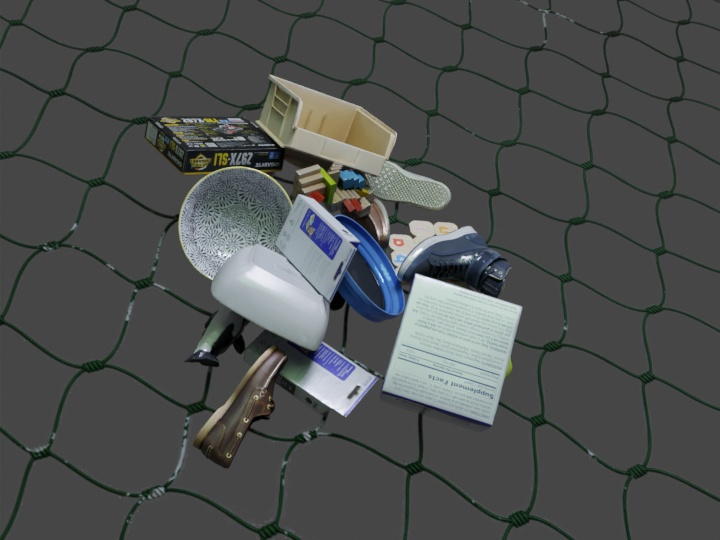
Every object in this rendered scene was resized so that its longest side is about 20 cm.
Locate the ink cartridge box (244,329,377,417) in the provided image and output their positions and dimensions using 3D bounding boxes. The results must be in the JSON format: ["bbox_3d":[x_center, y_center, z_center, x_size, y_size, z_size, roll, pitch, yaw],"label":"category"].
[{"bbox_3d":[-0.080,0.160,1.592,0.199,0.039,0.099,33,49,16],"label":"ink cartridge box"}]

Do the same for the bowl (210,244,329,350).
[{"bbox_3d":[-0.132,0.030,1.586,0.199,0.075,0.200,27,13,-7],"label":"bowl"}]

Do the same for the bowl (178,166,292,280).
[{"bbox_3d":[-0.214,-0.077,1.717,0.199,0.203,0.094,-1,4,-9],"label":"bowl"}]

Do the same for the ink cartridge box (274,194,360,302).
[{"bbox_3d":[-0.063,-0.035,1.595,0.039,0.100,0.200,15,20,-39],"label":"ink cartridge box"}]

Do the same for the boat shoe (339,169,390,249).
[{"bbox_3d":[-0.003,-0.108,1.842,0.071,0.076,0.201,-11,44,-19],"label":"boat shoe"}]

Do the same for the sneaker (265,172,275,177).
[{"bbox_3d":[-0.247,-0.222,1.889,0.198,0.075,0.100,20,27,5],"label":"sneaker"}]

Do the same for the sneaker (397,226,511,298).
[{"bbox_3d":[0.176,0.004,1.761,0.201,0.077,0.146,-23,56,-34],"label":"sneaker"}]

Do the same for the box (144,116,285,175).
[{"bbox_3d":[-0.255,-0.222,1.744,0.199,0.050,0.159,-7,30,-37],"label":"box"}]

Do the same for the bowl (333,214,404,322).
[{"bbox_3d":[0.000,0.000,1.691,0.201,0.039,0.201,44,24,-26],"label":"bowl"}]

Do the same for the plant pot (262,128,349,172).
[{"bbox_3d":[-0.100,-0.241,1.928,0.198,0.028,0.201,18,32,-12],"label":"plant pot"}]

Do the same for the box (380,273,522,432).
[{"bbox_3d":[0.142,0.134,1.588,0.182,0.105,0.202,17,75,1],"label":"box"}]

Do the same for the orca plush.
[{"bbox_3d":[-0.203,0.105,1.595,0.071,0.105,0.200,52,21,-17],"label":"orca plush"}]

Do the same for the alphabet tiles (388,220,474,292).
[{"bbox_3d":[0.149,-0.013,1.832,0.194,0.015,0.201,3,49,-15],"label":"alphabet tiles"}]

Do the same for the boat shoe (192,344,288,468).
[{"bbox_3d":[-0.166,0.207,1.501,0.070,0.071,0.201,32,70,13],"label":"boat shoe"}]

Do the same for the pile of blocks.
[{"bbox_3d":[-0.031,-0.136,1.727,0.199,0.082,0.062,1,39,-48],"label":"pile of blocks"}]

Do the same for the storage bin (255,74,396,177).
[{"bbox_3d":[-0.065,-0.260,1.803,0.199,0.094,0.199,15,16,-28],"label":"storage bin"}]

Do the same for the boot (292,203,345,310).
[{"bbox_3d":[-0.087,-0.014,1.741,0.074,0.097,0.202,-13,77,-33],"label":"boot"}]

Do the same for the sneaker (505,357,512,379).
[{"bbox_3d":[0.174,0.112,1.687,0.083,0.074,0.200,-23,59,-35],"label":"sneaker"}]

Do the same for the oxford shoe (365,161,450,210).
[{"bbox_3d":[0.082,-0.163,1.923,0.198,0.076,0.058,19,5,13],"label":"oxford shoe"}]
